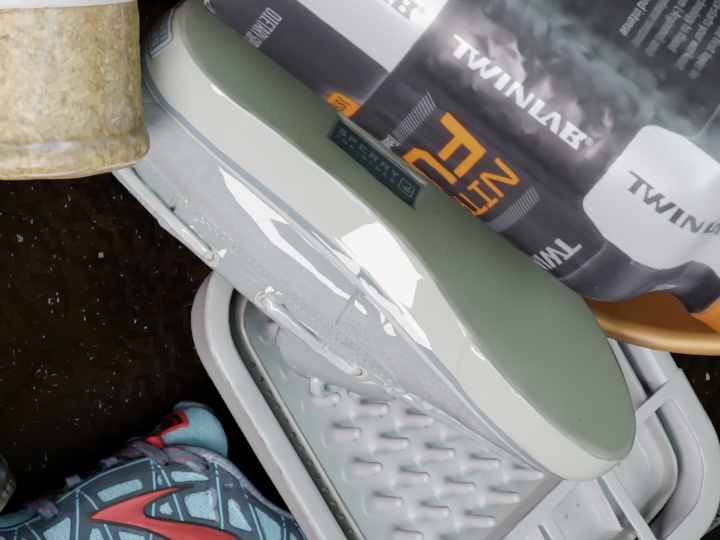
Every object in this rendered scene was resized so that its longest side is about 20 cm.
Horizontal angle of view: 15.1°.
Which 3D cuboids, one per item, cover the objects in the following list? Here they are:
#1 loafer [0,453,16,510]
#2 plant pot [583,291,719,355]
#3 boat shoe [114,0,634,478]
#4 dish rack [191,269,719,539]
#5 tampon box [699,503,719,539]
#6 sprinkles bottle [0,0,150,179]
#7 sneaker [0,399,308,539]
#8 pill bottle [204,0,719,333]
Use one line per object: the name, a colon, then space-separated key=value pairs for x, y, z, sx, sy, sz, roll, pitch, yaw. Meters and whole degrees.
loafer: x=-0.151 y=0.115 z=0.843 sx=0.072 sy=0.200 sz=0.073 roll=41 pitch=45 yaw=-5
plant pot: x=0.120 y=-0.089 z=0.927 sx=0.199 sy=0.140 sz=0.201 roll=3 pitch=111 yaw=8
boat shoe: x=-0.001 y=0.000 z=0.870 sx=0.201 sy=0.071 sz=0.070 roll=43 pitch=36 yaw=-8
dish rack: x=0.032 y=0.046 z=0.967 sx=0.171 sy=0.043 sz=0.201 roll=-40 pitch=108 yaw=-32
tampon box: x=0.203 y=0.170 z=1.079 sx=0.149 sy=0.126 sz=0.201 roll=-32 pitch=117 yaw=-17
sprinkles bottle: x=-0.098 y=-0.129 z=0.788 sx=0.068 sy=0.068 sz=0.201 roll=-7 pitch=102 yaw=-27
sneaker: x=-0.082 y=0.090 z=0.944 sx=0.199 sy=0.079 sz=0.096 roll=13 pitch=83 yaw=-37
pill bottle: x=0.060 y=-0.063 z=0.815 sx=0.200 sy=0.106 sz=0.106 roll=37 pitch=84 yaw=-5
